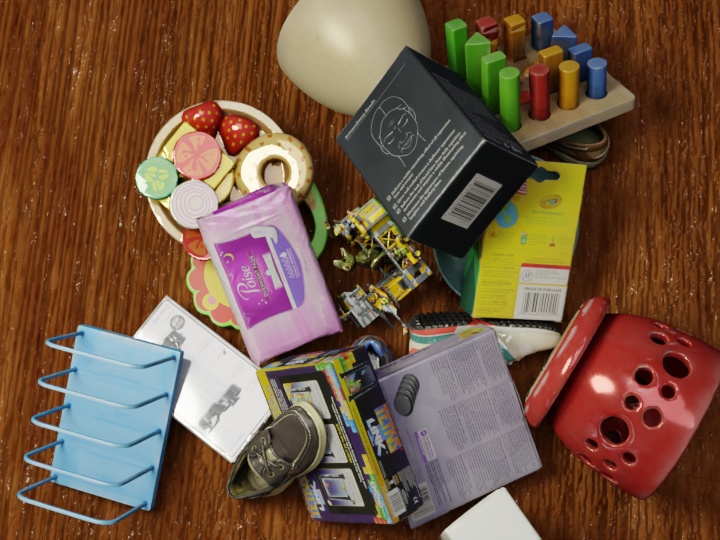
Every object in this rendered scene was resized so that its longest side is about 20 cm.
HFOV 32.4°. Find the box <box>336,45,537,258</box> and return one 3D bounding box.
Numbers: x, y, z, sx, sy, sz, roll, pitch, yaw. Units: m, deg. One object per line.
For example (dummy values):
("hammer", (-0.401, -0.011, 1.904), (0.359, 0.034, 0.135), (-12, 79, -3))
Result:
("box", (0.087, -0.141, 1.473), (0.149, 0.107, 0.200), (-51, 48, 21))

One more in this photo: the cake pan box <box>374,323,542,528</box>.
("cake pan box", (0.106, 0.189, 1.494), (0.183, 0.052, 0.201), (-23, 101, -10))

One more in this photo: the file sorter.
("file sorter", (-0.313, 0.183, 1.468), (0.138, 0.123, 0.201), (13, 97, 13))

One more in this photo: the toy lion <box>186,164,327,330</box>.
("toy lion", (-0.132, -0.025, 1.596), (0.199, 0.069, 0.193), (-19, 83, -5))

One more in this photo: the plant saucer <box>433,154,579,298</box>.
("plant saucer", (0.180, -0.053, 1.571), (0.198, 0.036, 0.202), (-4, 106, -14))

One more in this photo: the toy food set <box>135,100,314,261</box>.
("toy food set", (-0.172, -0.113, 1.546), (0.200, 0.049, 0.198), (38, 85, -1))

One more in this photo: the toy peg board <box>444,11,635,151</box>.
("toy peg board", (0.212, -0.260, 1.569), (0.198, 0.098, 0.200), (-22, 45, -15))

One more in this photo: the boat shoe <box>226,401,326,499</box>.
("boat shoe", (-0.101, 0.223, 1.456), (0.065, 0.200, 0.073), (-22, 67, -38))

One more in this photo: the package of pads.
("package of pads", (-0.110, 0.004, 1.502), (0.120, 0.076, 0.201), (-22, 103, -7))

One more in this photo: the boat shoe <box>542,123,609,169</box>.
("boat shoe", (0.237, -0.203, 1.627), (0.199, 0.074, 0.076), (22, 76, 6))

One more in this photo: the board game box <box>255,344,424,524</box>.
("board game box", (-0.026, 0.194, 1.451), (0.057, 0.165, 0.201), (-25, 98, -36))

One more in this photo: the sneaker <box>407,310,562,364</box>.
("sneaker", (0.154, 0.103, 1.562), (0.198, 0.070, 0.094), (0, 106, -11))

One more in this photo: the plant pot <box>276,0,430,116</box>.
("plant pot", (0.013, -0.271, 1.568), (0.200, 0.201, 0.135), (-33, 64, -8))

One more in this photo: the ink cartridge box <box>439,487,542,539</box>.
("ink cartridge box", (0.167, 0.336, 1.425), (0.087, 0.200, 0.146), (-36, 79, -5))

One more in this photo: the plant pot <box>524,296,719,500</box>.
("plant pot", (0.308, 0.141, 1.474), (0.182, 0.201, 0.201), (32, 78, 10))

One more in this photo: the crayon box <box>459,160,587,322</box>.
("crayon box", (0.202, -0.041, 1.534), (0.126, 0.051, 0.201), (4, 104, -17))

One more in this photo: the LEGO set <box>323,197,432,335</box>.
("LEGO set", (0.000, 0.000, 1.527), (0.116, 0.200, 0.154), (-39, 102, -7))

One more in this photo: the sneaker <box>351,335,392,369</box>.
("sneaker", (0.006, 0.174, 1.529), (0.075, 0.078, 0.202), (-3, 75, 0))

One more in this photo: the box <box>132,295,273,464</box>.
("box", (-0.198, 0.139, 1.550), (0.199, 0.060, 0.117), (35, 78, 9))
